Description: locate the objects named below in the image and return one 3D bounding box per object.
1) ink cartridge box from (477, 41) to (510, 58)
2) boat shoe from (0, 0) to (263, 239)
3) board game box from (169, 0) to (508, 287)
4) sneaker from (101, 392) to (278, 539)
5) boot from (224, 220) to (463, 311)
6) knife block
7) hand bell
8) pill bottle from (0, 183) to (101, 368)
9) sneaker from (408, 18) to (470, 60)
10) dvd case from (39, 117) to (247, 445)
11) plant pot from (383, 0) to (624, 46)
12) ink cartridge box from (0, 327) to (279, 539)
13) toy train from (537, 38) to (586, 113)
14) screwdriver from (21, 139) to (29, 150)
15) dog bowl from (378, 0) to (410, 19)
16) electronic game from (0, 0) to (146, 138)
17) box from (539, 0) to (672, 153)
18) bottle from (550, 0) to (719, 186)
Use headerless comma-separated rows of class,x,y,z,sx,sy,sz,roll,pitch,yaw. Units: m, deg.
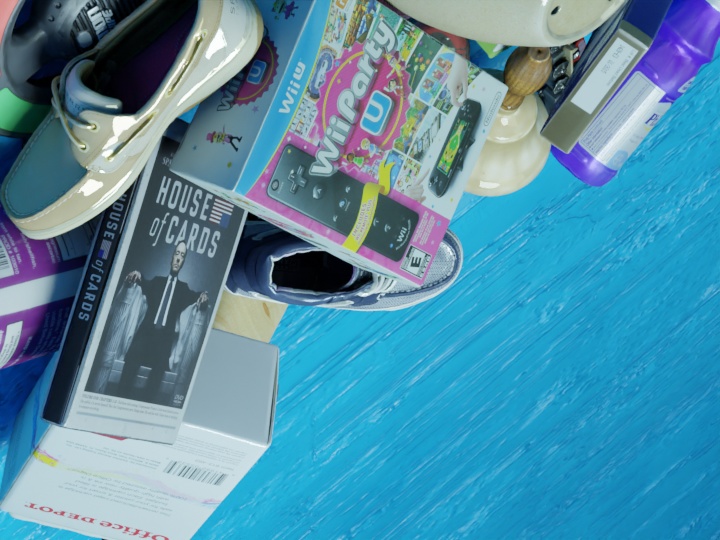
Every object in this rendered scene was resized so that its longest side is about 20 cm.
ink cartridge box,0.155,-0.251,1.537,0.147,0.076,0.200,-32,172,-26
boat shoe,-0.149,-0.102,1.293,0.200,0.074,0.069,-45,151,10
board game box,-0.010,-0.090,1.380,0.199,0.064,0.148,26,87,-48
sneaker,-0.162,0.136,1.768,0.200,0.076,0.087,-51,141,8
boot,0.000,0.000,1.524,0.199,0.090,0.073,-4,100,-28
knife block,-0.122,0.006,1.605,0.175,0.064,0.201,-16,144,-45
hand bell,0.110,-0.131,1.623,0.104,0.104,0.200,-37,174,-13
pill bottle,-0.211,-0.002,1.393,0.199,0.112,0.113,-17,145,-45
sneaker,0.024,-0.094,1.606,0.201,0.070,0.098,-62,-173,16
dvd case,-0.130,0.007,1.389,0.150,0.025,0.201,20,87,-66
plant pot,0.100,-0.214,1.328,0.200,0.135,0.201,-34,154,-19
ink cartridge box,-0.161,0.114,1.562,0.145,0.083,0.200,16,146,-17
toy train,0.165,-0.176,1.792,0.046,0.034,0.200,-42,157,-12
screwdriver,-0.132,-0.079,1.442,0.199,0.028,0.029,0,157,-39
dog bowl,0.024,-0.243,1.416,0.200,0.074,0.201,-35,155,-19
electronic game,-0.159,-0.159,1.305,0.199,0.042,0.200,-35,155,-19
box,0.201,-0.188,1.633,0.121,0.032,0.201,-55,-175,46
bottle,0.247,-0.165,1.893,0.200,0.065,0.083,-51,173,14
